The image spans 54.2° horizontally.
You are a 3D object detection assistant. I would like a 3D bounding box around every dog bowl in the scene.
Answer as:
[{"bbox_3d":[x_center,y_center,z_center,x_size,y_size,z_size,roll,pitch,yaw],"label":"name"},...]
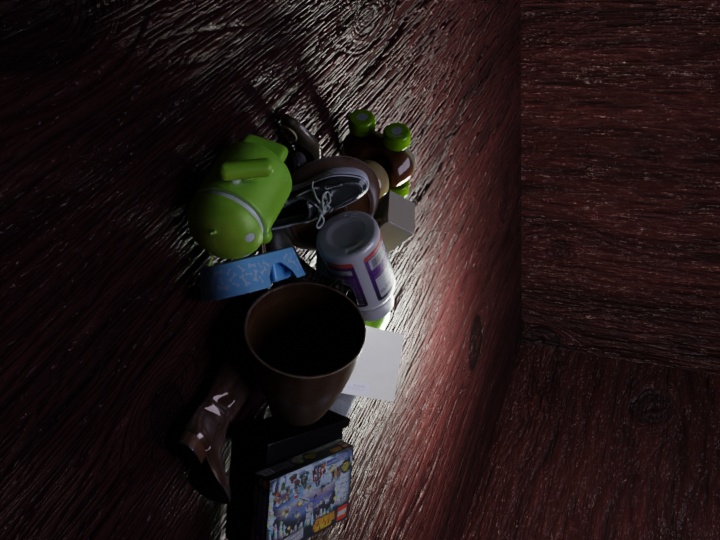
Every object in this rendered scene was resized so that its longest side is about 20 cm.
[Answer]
[{"bbox_3d":[-0.165,0.003,1.070,0.200,0.111,0.050,-22,100,-62],"label":"dog bowl"}]

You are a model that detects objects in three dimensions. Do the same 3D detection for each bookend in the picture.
[{"bbox_3d":[-0.124,0.357,1.225,0.199,0.092,0.200,-6,104,-49],"label":"bookend"}]

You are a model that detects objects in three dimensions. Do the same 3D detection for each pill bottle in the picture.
[{"bbox_3d":[0.000,0.000,1.246,0.201,0.111,0.112,69,36,-48],"label":"pill bottle"}]

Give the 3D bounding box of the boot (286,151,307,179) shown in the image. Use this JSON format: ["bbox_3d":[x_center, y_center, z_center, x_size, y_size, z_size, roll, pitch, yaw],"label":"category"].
[{"bbox_3d":[-0.053,-0.147,1.250,0.201,0.131,0.070,77,-5,-53],"label":"boot"}]

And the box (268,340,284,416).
[{"bbox_3d":[-0.124,0.158,1.297,0.159,0.046,0.201,-56,146,-47],"label":"box"}]

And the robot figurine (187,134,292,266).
[{"bbox_3d":[-0.172,-0.102,1.007,0.176,0.115,0.201,106,6,-55],"label":"robot figurine"}]

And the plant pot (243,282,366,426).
[{"bbox_3d":[-0.093,0.155,1.134,0.201,0.186,0.187,98,16,-45],"label":"plant pot"}]

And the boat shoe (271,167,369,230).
[{"bbox_3d":[-0.076,-0.110,1.131,0.068,0.198,0.074,-114,-163,-47],"label":"boat shoe"}]

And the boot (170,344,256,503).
[{"bbox_3d":[-0.208,0.240,1.113,0.201,0.064,0.187,-67,155,-43],"label":"boot"}]

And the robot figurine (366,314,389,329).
[{"bbox_3d":[-0.011,0.111,1.440,0.200,0.115,0.176,-58,153,-48],"label":"robot figurine"}]

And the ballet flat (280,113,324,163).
[{"bbox_3d":[-0.096,-0.206,1.245,0.046,0.067,0.200,-46,154,-5],"label":"ballet flat"}]

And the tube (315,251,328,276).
[{"bbox_3d":[-0.064,-0.011,1.349,0.078,0.050,0.201,75,9,-53],"label":"tube"}]

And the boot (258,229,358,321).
[{"bbox_3d":[-0.081,0.004,1.180,0.077,0.138,0.201,-45,118,-45],"label":"boot"}]

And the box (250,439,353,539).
[{"bbox_3d":[-0.093,0.374,1.162,0.199,0.040,0.138,-8,107,-49],"label":"box"}]

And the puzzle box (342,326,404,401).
[{"bbox_3d":[-0.013,0.167,1.325,0.199,0.025,0.134,16,79,-30],"label":"puzzle box"}]

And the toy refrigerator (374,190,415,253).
[{"bbox_3d":[0.018,-0.067,1.370,0.070,0.200,0.076,24,52,-26],"label":"toy refrigerator"}]

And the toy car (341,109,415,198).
[{"bbox_3d":[0.000,-0.182,1.382,0.200,0.157,0.165,-51,155,-30],"label":"toy car"}]

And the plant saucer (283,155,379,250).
[{"bbox_3d":[-0.054,-0.106,1.221,0.201,0.199,0.032,71,-6,-47],"label":"plant saucer"}]

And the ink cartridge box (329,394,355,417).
[{"bbox_3d":[-0.040,0.274,1.425,0.200,0.043,0.174,108,6,-63],"label":"ink cartridge box"}]
